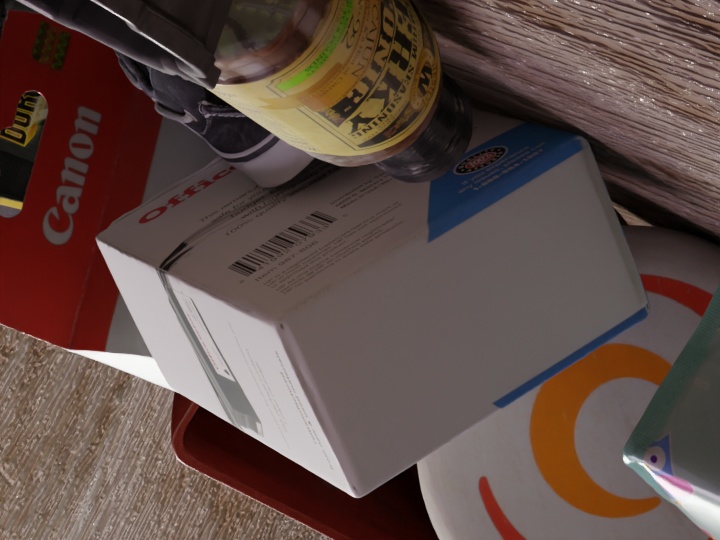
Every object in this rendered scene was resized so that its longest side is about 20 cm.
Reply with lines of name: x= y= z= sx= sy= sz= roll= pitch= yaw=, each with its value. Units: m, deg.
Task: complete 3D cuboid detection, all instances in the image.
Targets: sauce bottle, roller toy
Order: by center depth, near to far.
sauce bottle: x=-0.010 y=-0.071 z=0.906 sx=0.064 sy=0.065 sz=0.200 roll=28 pitch=180 yaw=22
roller toy: x=0.118 y=0.077 z=1.228 sx=0.199 sy=0.183 sz=0.140 roll=28 pitch=179 yaw=11

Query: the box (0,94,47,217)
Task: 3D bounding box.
box: x=-0.164 y=-0.071 z=1.429 sx=0.159 sy=0.050 sz=0.200 roll=15 pitch=-146 yaw=-3

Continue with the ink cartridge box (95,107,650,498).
ink cartridge box: x=0.000 y=0.000 z=1.135 sx=0.200 sy=0.144 sz=0.085 roll=23 pitch=140 yaw=63

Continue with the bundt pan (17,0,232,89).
bundt pan: x=-0.101 y=-0.119 z=0.592 sx=0.201 sy=0.076 sz=0.202 roll=28 pitch=178 yaw=1

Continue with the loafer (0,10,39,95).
loafer: x=-0.142 y=-0.116 z=1.392 sx=0.200 sy=0.071 sz=0.068 roll=28 pitch=179 yaw=25

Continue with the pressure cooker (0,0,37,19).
pressure cooker: x=-0.231 y=-0.113 z=1.155 sx=0.178 sy=0.201 sz=0.176 roll=-20 pitch=137 yaw=40

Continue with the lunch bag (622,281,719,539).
lunch bag: x=0.208 y=0.082 z=0.980 sx=0.170 sy=0.122 sz=0.200 roll=27 pitch=172 yaw=30

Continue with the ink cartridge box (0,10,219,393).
ink cartridge box: x=-0.075 y=-0.031 z=1.258 sx=0.199 sy=0.163 sz=0.050 roll=23 pitch=155 yaw=-25

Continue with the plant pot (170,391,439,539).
plant pot: x=0.020 y=0.024 z=1.463 sx=0.199 sy=0.201 sz=0.176 roll=29 pitch=-171 yaw=-18

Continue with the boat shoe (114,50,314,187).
boat shoe: x=-0.057 y=-0.088 z=1.163 sx=0.068 sy=0.072 sz=0.200 roll=33 pitch=180 yaw=-22
